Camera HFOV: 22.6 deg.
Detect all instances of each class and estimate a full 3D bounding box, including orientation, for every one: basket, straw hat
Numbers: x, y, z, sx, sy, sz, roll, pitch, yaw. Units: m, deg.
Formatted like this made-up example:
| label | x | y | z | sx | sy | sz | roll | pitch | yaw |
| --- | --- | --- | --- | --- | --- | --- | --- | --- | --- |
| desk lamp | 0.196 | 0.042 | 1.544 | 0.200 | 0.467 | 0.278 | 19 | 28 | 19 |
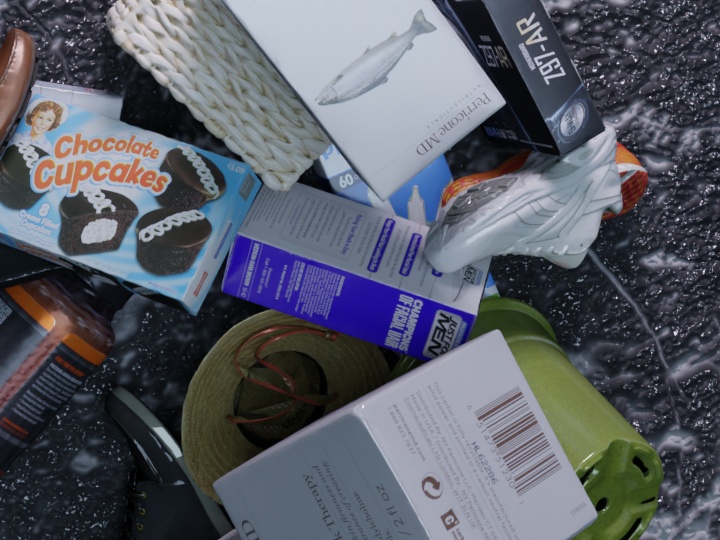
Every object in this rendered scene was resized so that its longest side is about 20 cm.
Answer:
| label | x | y | z | sx | sy | sz | roll | pitch | yaw |
| --- | --- | --- | --- | --- | --- | --- | --- | --- | --- |
| basket | -0.084 | -0.190 | 1.425 | 0.198 | 0.200 | 0.161 | 43 | 92 | -16 |
| straw hat | -0.072 | 0.099 | 1.520 | 0.201 | 0.085 | 0.202 | -10 | 119 | -19 |

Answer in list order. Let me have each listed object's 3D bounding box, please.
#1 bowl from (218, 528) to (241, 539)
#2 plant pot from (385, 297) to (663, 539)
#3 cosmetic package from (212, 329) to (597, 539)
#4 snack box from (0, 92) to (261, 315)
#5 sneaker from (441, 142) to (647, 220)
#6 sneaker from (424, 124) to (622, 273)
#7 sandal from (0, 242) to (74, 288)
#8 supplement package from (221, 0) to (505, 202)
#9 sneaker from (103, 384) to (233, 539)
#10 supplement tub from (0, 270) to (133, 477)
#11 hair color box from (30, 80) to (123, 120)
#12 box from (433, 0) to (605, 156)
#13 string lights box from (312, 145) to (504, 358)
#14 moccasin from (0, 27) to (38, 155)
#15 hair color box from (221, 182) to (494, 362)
| label | x | y | z | sx | sy | sz | roll | pitch | yaw |
| --- | --- | --- | --- | --- | --- | --- | --- | --- | --- |
| bowl | -0.088 | 0.279 | 1.497 | 0.200 | 0.075 | 0.200 | -29 | 145 | -37 |
| plant pot | 0.145 | 0.152 | 1.490 | 0.200 | 0.190 | 0.200 | -18 | 124 | -29 |
| cosmetic package | 0.033 | 0.174 | 1.367 | 0.166 | 0.200 | 0.168 | -27 | 86 | -42 |
| snack box | -0.187 | -0.053 | 1.369 | 0.200 | 0.037 | 0.116 | 19 | 75 | 23 |
| sneaker | 0.149 | -0.071 | 1.541 | 0.200 | 0.077 | 0.073 | -9 | 131 | -30 |
| sneaker | 0.142 | -0.037 | 1.445 | 0.200 | 0.078 | 0.100 | -30 | 108 | -23 |
| sandal | -0.219 | -0.037 | 1.415 | 0.200 | 0.048 | 0.075 | -20 | 70 | -8 |
| supplement package | -0.009 | -0.169 | 1.278 | 0.117 | 0.117 | 0.200 | -39 | 108 | 1 |
| sneaker | -0.181 | 0.200 | 1.519 | 0.106 | 0.075 | 0.200 | -34 | 105 | -9 |
| supplement tub | -0.273 | 0.068 | 1.464 | 0.107 | 0.107 | 0.200 | 42 | 88 | -15 |
| hair color box | -0.298 | -0.108 | 1.456 | 0.199 | 0.061 | 0.099 | 8 | 97 | -13 |
| box | 0.114 | -0.178 | 1.464 | 0.043 | 0.200 | 0.160 | -31 | 104 | -8 |
| string lights box | 0.037 | -0.039 | 1.540 | 0.103 | 0.059 | 0.200 | -24 | 103 | -7 |
| moccasin | -0.318 | -0.103 | 1.387 | 0.078 | 0.074 | 0.202 | 35 | 93 | -20 |
| hair color box | 0.000 | 0.000 | 1.449 | 0.200 | 0.109 | 0.065 | 18 | 121 | 3 |
